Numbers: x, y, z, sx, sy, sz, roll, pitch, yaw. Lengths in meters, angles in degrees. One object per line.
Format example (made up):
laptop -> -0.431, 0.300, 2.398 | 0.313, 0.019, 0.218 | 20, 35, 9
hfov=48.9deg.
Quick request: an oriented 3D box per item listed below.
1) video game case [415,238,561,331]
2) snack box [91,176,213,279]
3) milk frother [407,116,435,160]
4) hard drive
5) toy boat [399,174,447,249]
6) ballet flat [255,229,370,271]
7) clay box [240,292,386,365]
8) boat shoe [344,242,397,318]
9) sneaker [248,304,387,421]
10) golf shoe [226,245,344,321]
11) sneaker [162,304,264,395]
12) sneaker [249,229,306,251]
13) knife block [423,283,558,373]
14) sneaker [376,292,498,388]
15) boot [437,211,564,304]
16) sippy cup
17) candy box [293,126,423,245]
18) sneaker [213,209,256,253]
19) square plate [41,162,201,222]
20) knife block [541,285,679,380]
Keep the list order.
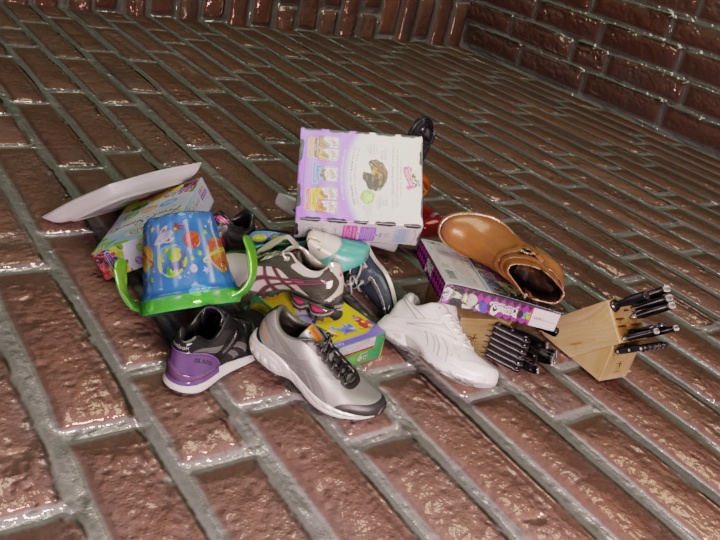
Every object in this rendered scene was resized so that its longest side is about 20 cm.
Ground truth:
video game case -> 0.187, 0.018, 1.202 | 0.181, 0.036, 0.200 | 14, 18, -12
snack box -> -0.318, -0.070, 1.238 | 0.142, 0.053, 0.200 | -20, 25, 10
milk frother -> 0.016, -0.197, 1.423 | 0.188, 0.181, 0.200 | 24, 66, 5
hard drive -> -0.041, -0.085, 1.425 | 0.200, 0.027, 0.132 | 14, 13, -45
toy boat -> 0.101, -0.126, 1.536 | 0.130, 0.131, 0.200 | -11, 35, -40
ballet flat -> -0.087, -0.026, 1.224 | 0.199, 0.071, 0.067 | -11, 42, 13
clay box -> -0.074, 0.071, 1.149 | 0.115, 0.048, 0.200 | -15, 38, -44
boat shoe -> 0.000, 0.000, 1.268 | 0.062, 0.075, 0.200 | -15, 64, -22
sneaker -> -0.051, 0.120, 1.009 | 0.200, 0.079, 0.074 | 34, 29, 8
golf shoe -> -0.112, -0.002, 1.128 | 0.199, 0.088, 0.077 | 16, 29, 14
sneaker -> -0.175, 0.081, 1.032 | 0.076, 0.088, 0.200 | 21, 26, 15
sneaker -> -0.102, -0.035, 1.334 | 0.199, 0.071, 0.083 | 4, 21, -32
knife block -> 0.208, 0.081, 1.231 | 0.175, 0.064, 0.200 | 5, 26, -20
sneaker -> 0.119, 0.091, 1.121 | 0.200, 0.100, 0.078 | 31, -5, 29
boot -> 0.205, -0.015, 1.155 | 0.200, 0.077, 0.155 | 29, 18, -2
sippy cup -> -0.239, -0.011, 1.079 | 0.177, 0.131, 0.140 | -8, -3, -25
candy box -> -0.002, -0.134, 1.263 | 0.199, 0.072, 0.168 | 4, 66, -4
sneaker -> -0.242, -0.053, 1.273 | 0.077, 0.084, 0.200 | 24, 30, 23
square plate -> -0.390, -0.125, 1.309 | 0.198, 0.029, 0.200 | -15, 7, 38
knife block -> 0.387, 0.071, 1.224 | 0.064, 0.176, 0.200 | -3, 30, -32
